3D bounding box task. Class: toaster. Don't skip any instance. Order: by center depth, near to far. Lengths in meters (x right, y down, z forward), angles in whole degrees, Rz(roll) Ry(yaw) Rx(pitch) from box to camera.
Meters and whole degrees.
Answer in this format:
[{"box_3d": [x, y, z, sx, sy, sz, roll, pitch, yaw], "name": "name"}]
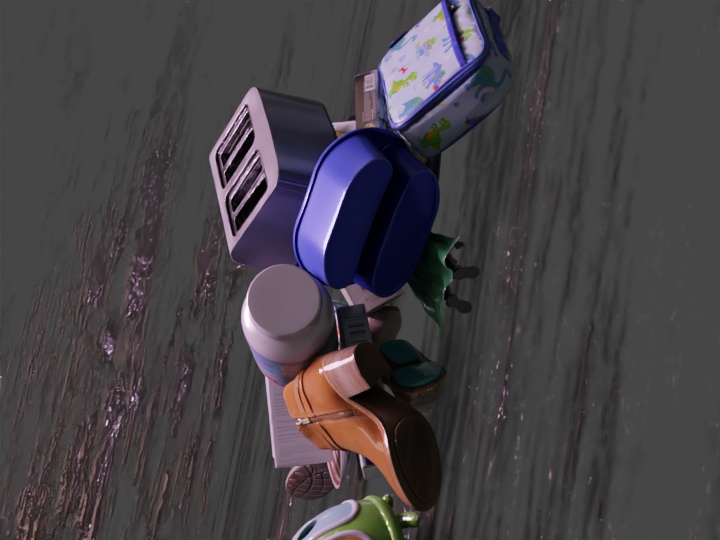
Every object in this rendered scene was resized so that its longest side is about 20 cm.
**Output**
[{"box_3d": [-0.104, -0.120, 1.282, 0.200, 0.118, 0.182, -49, 45, 38], "name": "toaster"}]

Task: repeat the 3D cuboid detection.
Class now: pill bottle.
[{"box_3d": [-0.082, 0.065, 1.158, 0.200, 0.108, 0.110, 87, -169, -70], "name": "pill bottle"}]

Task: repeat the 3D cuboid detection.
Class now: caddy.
[{"box_3d": [0.003, -0.065, 1.154, 0.105, 0.141, 0.201, 41, 115, 53], "name": "caddy"}]

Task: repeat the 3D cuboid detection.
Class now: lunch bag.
[{"box_3d": [0.104, -0.244, 1.196, 0.160, 0.082, 0.201, -36, 32, 24], "name": "lunch bag"}]

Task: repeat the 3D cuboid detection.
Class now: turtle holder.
[{"box_3d": [-0.015, 0.311, 1.066, 0.185, 0.131, 0.142, -139, 45, -65], "name": "turtle holder"}]

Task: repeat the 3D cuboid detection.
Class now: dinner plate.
[{"box_3d": [-0.036, 0.194, 1.344, 0.200, 0.024, 0.202, 174, 90, -82], "name": "dinner plate"}]

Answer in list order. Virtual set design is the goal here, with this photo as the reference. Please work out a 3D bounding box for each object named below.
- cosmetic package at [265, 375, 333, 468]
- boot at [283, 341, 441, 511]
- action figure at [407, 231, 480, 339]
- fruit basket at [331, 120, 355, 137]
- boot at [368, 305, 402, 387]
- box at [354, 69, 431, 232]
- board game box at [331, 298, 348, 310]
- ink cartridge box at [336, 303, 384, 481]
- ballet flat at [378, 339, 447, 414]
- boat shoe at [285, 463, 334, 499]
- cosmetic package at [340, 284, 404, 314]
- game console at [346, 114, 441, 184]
[{"box_3d": [-0.088, 0.154, 1.320, 0.113, 0.080, 0.202, 155, 108, -82], "name": "cosmetic package"}, {"box_3d": [-0.005, 0.188, 1.106, 0.077, 0.201, 0.155, -32, 0, -44], "name": "boot"}, {"box_3d": [0.089, -0.005, 1.182, 0.200, 0.054, 0.119, -128, 49, -70], "name": "action figure"}, {"box_3d": [-0.035, -0.146, 1.416, 0.199, 0.094, 0.186, 1, 60, 43], "name": "fruit basket"}, {"box_3d": [0.013, 0.151, 1.374, 0.200, 0.070, 0.147, 123, 150, -61], "name": "boot"}, {"box_3d": [0.044, -0.145, 1.298, 0.040, 0.137, 0.202, -10, 72, 31], "name": "box"}, {"box_3d": [-0.040, 0.141, 1.675, 0.200, 0.034, 0.136, -124, 48, -74], "name": "board game box"}, {"box_3d": [0.004, 0.162, 1.261, 0.200, 0.040, 0.201, 93, 168, -74], "name": "ink cartridge box"}, {"box_3d": [0.064, 0.134, 1.173, 0.200, 0.070, 0.066, -126, 24, -78], "name": "ballet flat"}, {"box_3d": [-0.058, 0.289, 1.552, 0.200, 0.074, 0.074, -56, 13, 39], "name": "boat shoe"}, {"box_3d": [0.000, 0.000, 1.381, 0.104, 0.073, 0.200, 62, 177, -2], "name": "cosmetic package"}, {"box_3d": [0.043, -0.175, 1.444, 0.117, 0.174, 0.201, 65, -151, -59], "name": "game console"}]
